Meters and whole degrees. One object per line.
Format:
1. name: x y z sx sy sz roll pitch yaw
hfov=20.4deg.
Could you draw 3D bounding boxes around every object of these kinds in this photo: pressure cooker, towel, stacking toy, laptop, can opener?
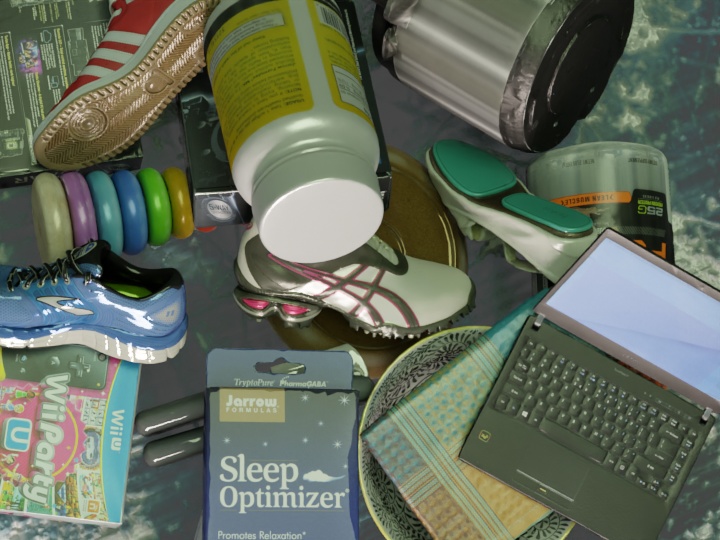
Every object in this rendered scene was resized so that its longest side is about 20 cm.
1. pressure cooker: 0.102 -0.211 1.652 0.199 0.176 0.179 32 69 25
2. towel: 0.117 0.126 1.576 0.199 0.022 0.147 -37 95 -9
3. stacking toy: -0.165 -0.050 1.641 0.198 0.085 0.086 -9 81 -16
4. laptop: 0.203 0.098 1.529 0.176 0.103 0.201 29 84 -8
5. can opener: -0.086 0.107 1.614 0.198 0.066 0.053 -17 80 5

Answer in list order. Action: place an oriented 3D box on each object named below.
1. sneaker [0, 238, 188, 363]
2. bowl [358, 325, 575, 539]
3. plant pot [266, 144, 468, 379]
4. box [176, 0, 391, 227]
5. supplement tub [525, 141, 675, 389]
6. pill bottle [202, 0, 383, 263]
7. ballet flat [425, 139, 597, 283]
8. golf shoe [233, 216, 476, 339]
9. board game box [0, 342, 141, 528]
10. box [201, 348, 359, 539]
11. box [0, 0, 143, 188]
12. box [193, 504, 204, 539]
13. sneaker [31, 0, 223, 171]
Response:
1. sneaker: -0.230 0.010 1.563 0.198 0.090 0.079 6 35 -10
2. bowl: 0.082 0.147 1.629 0.199 0.094 0.203 1 87 -15
3. plant pot: 0.005 -0.011 1.661 0.198 0.027 0.202 2 84 -22
4. box: -0.069 -0.132 1.636 0.159 0.044 0.201 -5 53 -8
5. supplement tub: 0.202 0.002 1.668 0.121 0.123 0.202 -1 80 -10
6. pill bottle: -0.049 -0.113 1.514 0.113 0.115 0.201 -7 53 -11
7. ballet flat: 0.116 -0.043 1.640 0.069 0.200 0.070 -20 126 -30
8. golf shoe: 0.000 0.000 1.577 0.198 0.077 0.089 3 121 -13
9. board game box: -0.280 0.119 1.594 0.198 0.064 0.149 8 78 -10
10. box: -0.061 0.158 1.536 0.120 0.032 0.202 1 78 -9
11. box: -0.273 -0.174 1.660 0.159 0.044 0.202 -9 81 -11
12. box: -0.084 0.251 1.582 0.112 0.101 0.202 17 77 -6
13. sneaker: -0.196 -0.175 1.615 0.200 0.071 0.113 -40 48 8
